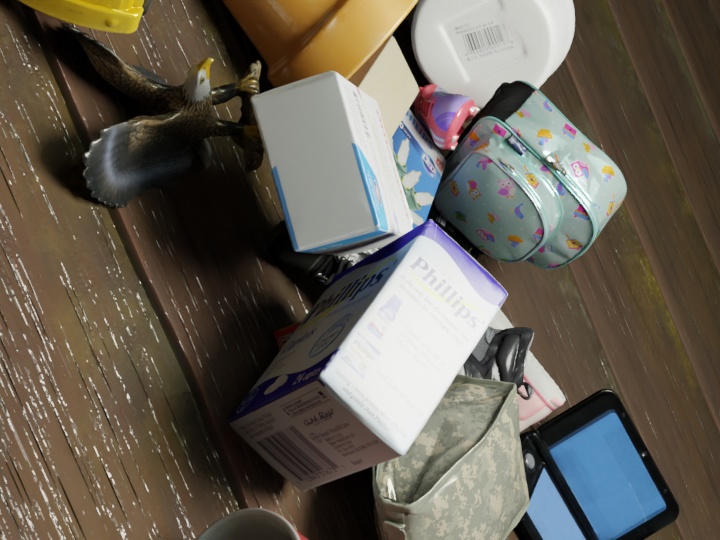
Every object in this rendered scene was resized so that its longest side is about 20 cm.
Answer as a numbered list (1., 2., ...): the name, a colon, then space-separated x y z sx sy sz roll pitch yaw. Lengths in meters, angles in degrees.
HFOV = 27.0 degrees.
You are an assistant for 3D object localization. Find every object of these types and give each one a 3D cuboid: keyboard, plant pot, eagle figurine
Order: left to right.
1. eagle figurine: -0.176 -0.145 1.347 0.200 0.151 0.152 -5 30 -28
2. plant pot: -0.059 -0.297 1.544 0.183 0.200 0.200 42 38 -13
3. keyboard: 0.103 -0.047 1.790 0.104 0.040 0.200 34 41 -9

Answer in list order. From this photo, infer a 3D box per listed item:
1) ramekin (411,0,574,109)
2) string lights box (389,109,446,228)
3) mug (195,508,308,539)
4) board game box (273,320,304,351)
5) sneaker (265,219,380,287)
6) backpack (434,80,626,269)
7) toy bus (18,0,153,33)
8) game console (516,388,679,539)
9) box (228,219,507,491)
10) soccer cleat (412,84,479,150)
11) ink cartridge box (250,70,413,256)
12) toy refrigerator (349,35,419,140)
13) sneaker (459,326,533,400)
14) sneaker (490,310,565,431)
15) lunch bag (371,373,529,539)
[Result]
1. ramekin: 0.157 -0.295 1.835 0.201 0.200 0.098 59 26 -16
2. string lights box: 0.027 -0.093 1.660 0.103 0.059 0.200 52 34 -24
3. mug: -0.062 0.312 1.258 0.200 0.178 0.133 40 5 -44
4. board game box: 0.007 0.117 1.518 0.200 0.046 0.152 -6 77 -58
5. sneaker: 0.000 0.000 1.503 0.200 0.076 0.088 16 35 -37
6. backpack: 0.198 -0.096 1.747 0.200 0.176 0.153 36 55 -3
7. toy bus: -0.216 -0.337 1.276 0.136 0.192 0.200 16 52 -16
8. game console: 0.272 0.274 1.767 0.200 0.116 0.176 59 32 -15
9. box: 0.005 0.079 1.345 0.105 0.184 0.200 44 56 -11
10. soccer cleat: 0.091 -0.185 1.750 0.076 0.067 0.200 32 7 -1
11. ink cartridge box: -0.021 -0.091 1.372 0.200 0.085 0.145 3 71 -78
12. toy refrigerator: -0.011 -0.166 1.617 0.076 0.070 0.200 61 36 -28
13. sneaker: 0.125 0.067 1.638 0.076 0.114 0.200 93 -14 -57
14. sneaker: 0.138 0.105 1.708 0.200 0.105 0.075 55 15 30
15. lunch bag: 0.075 0.221 1.448 0.200 0.118 0.164 -50 140 -44
